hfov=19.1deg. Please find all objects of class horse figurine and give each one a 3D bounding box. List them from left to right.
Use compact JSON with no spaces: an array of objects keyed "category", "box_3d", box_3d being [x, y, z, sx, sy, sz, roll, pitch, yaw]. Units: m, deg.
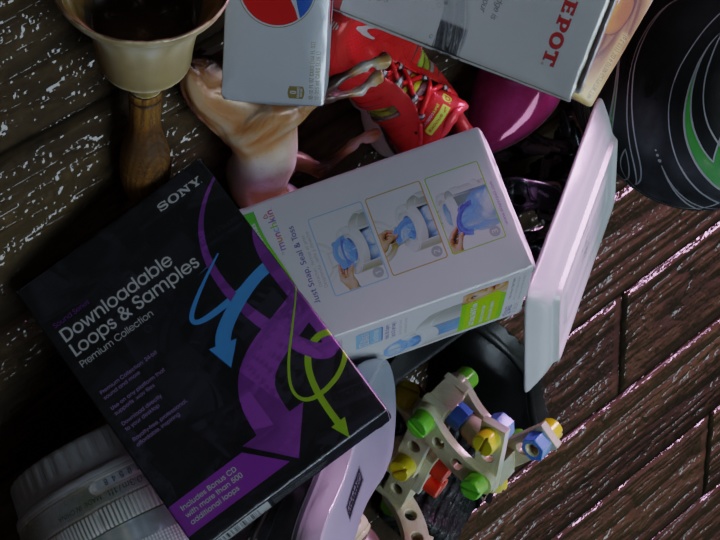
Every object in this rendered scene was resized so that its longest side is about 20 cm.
[{"category":"horse figurine","box_3d":[-0.045,-0.082,1.389,0.132,0.050,0.200,-16,148,-10]}]

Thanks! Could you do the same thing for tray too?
[{"category":"tray","box_3d":[0.152,-0.018,1.513,0.108,0.022,0.201,84,23,-48]}]

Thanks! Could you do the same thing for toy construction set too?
[{"category":"toy construction set","box_3d":[0.058,0.155,1.593,0.092,0.131,0.201,-35,157,-55]}]

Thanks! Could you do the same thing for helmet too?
[{"category":"helmet","box_3d":[0.252,-0.144,1.610,0.200,0.200,0.191,5,119,-52]}]

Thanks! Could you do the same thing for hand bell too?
[{"category":"hand bell","box_3d":[-0.129,-0.101,1.280,0.104,0.104,0.201,-35,151,-29]}]

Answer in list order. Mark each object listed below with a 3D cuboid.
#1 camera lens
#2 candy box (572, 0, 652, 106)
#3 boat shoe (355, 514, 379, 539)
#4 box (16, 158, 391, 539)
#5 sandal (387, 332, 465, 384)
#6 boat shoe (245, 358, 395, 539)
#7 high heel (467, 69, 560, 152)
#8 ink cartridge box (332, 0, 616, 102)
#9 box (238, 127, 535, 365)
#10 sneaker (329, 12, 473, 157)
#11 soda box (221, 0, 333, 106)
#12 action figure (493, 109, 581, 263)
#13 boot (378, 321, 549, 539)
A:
[{"category":"camera lens","box_3d":[-0.120,0.202,1.365,0.159,0.201,0.160,-24,168,-6]},{"category":"candy box","box_3d":[0.106,-0.208,1.441,0.199,0.055,0.116,28,93,-35]},{"category":"boat shoe","box_3d":[-0.018,0.205,1.461,0.073,0.065,0.200,-36,177,-8]},{"category":"box","box_3d":[-0.096,0.051,1.299,0.143,0.200,0.036,-37,165,-5]},{"category":"sandal","box_3d":[0.023,0.057,1.588,0.200,0.048,0.075,-36,179,-4]},{"category":"boat shoe","box_3d":[-0.028,0.128,1.346,0.201,0.066,0.070,-70,154,-45]},{"category":"high heel","box_3d":[0.127,-0.182,1.523,0.200,0.067,0.096,-55,155,-14]},{"category":"ink cartridge box","box_3d":[0.068,-0.210,1.312,0.083,0.199,0.148,-57,168,-73]},{"category":"box","box_3d":[0.000,0.000,1.389,0.199,0.102,0.113,-19,165,-6]},{"category":"sneaker","box_3d":[0.032,-0.126,1.440,0.077,0.085,0.200,-54,145,-6]},{"category":"soda box","box_3d":[-0.045,-0.201,1.251,0.068,0.063,0.201,-85,178,-73]},{"category":"action figure","box_3d":[0.118,-0.056,1.593,0.200,0.101,0.120,-45,143,-70]},{"category":"boot","box_3d":[0.072,0.129,1.690,0.158,0.079,0.211,-47,144,-16]}]
